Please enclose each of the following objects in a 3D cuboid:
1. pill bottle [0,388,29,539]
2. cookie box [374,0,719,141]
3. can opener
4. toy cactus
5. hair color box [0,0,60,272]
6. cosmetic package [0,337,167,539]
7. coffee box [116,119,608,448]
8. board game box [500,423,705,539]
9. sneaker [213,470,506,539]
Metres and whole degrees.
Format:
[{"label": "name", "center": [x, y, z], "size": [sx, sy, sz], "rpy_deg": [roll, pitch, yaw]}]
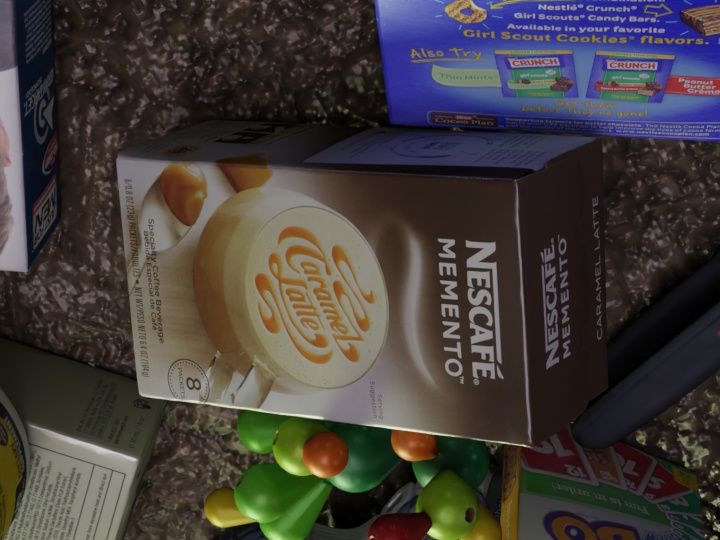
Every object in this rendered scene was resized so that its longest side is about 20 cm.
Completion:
[{"label": "pill bottle", "center": [-0.216, 0.121, 0.822], "size": [0.111, 0.200, 0.112], "rpy_deg": [2, 115, 5]}, {"label": "cookie box", "center": [0.092, -0.132, 0.756], "size": [0.170, 0.076, 0.200], "rpy_deg": [3, 155, 6]}, {"label": "can opener", "center": [0.168, 0.016, 0.881], "size": [0.079, 0.063, 0.200], "rpy_deg": [42, 113, -14]}, {"label": "toy cactus", "center": [0.021, 0.085, 0.892], "size": [0.165, 0.200, 0.103], "rpy_deg": [-24, 97, -23]}, {"label": "hair color box", "center": [-0.192, -0.103, 0.870], "size": [0.100, 0.061, 0.201], "rpy_deg": [4, 117, 6]}, {"label": "cosmetic package", "center": [-0.207, 0.086, 0.955], "size": [0.199, 0.071, 0.106], "rpy_deg": [19, 116, -2]}, {"label": "coffee box", "center": [0.000, 0.000, 0.836], "size": [0.199, 0.080, 0.115], "rpy_deg": [4, 107, 31]}, {"label": "board game box", "center": [0.109, 0.129, 0.865], "size": [0.095, 0.200, 0.030], "rpy_deg": [22, 116, -4]}, {"label": "sneaker", "center": [0.002, 0.161, 0.968], "size": [0.199, 0.075, 0.087], "rpy_deg": [-14, 140, 25]}]
